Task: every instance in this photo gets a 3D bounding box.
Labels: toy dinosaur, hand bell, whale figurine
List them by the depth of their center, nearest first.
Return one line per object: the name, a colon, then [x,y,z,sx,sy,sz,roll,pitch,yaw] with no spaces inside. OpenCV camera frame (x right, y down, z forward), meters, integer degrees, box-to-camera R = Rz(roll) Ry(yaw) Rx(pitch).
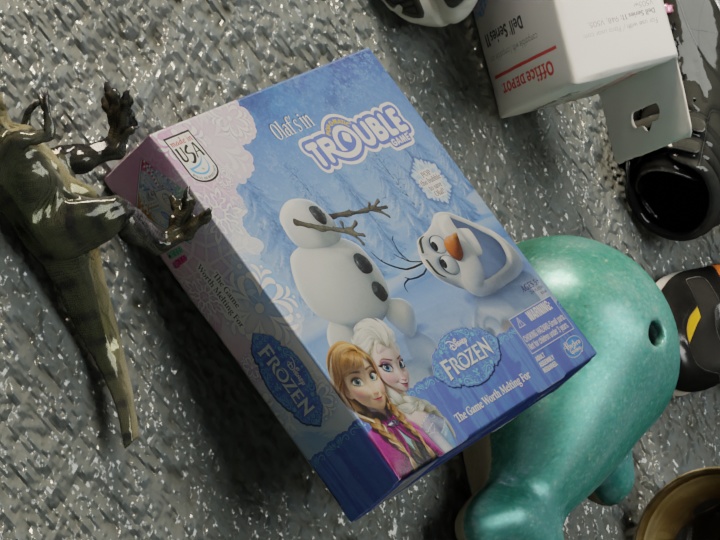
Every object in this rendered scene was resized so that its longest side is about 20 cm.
toy dinosaur: [-0.122,-0.029,1.339,0.088,0.047,0.201,-35,108,-28]
whale figurine: [0.108,0.073,1.571,0.159,0.103,0.201,47,44,-34]
hand bell: [0.239,0.160,1.755,0.200,0.104,0.105,-3,79,-67]

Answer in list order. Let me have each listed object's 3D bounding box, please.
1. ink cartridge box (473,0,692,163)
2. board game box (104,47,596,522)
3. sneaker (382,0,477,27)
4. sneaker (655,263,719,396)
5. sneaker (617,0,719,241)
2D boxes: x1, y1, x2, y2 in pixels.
ink cartridge box: [0.110,-0.155,1.643,0.067,0.117,0.201,-14,87,-19]
board game box: [0.000,0.000,1.448,0.199,0.043,0.200,53,35,7]
sneaker: [0.019,-0.231,1.615,0.083,0.080,0.201,-44,121,-69]
sneaker: [0.242,0.021,1.788,0.200,0.090,0.070,-18,92,-56]
sneaker: [0.181,-0.109,1.772,0.099,0.070,0.201,-46,119,-56]
